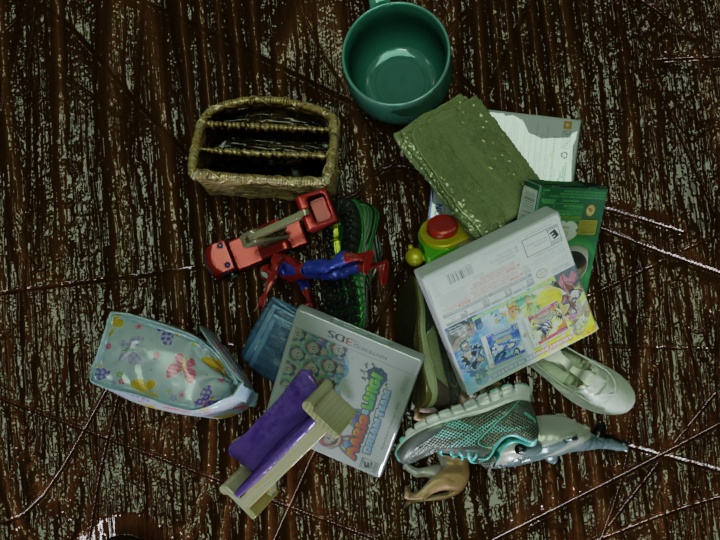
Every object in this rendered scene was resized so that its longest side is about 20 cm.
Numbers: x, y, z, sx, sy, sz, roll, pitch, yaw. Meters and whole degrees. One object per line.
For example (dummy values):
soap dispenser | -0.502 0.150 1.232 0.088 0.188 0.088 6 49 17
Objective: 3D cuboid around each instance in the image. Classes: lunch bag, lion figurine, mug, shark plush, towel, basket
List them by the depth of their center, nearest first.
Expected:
lunch bag | -0.240 0.134 1.597 0.200 0.170 0.127 18 82 7
towel | 0.152 -0.143 1.608 0.148 0.036 0.200 -32 76 -26
shark plush | 0.266 0.234 1.625 0.200 0.091 0.083 -7 127 -19
lion figurine | 0.125 0.241 1.629 0.122 0.072 0.200 8 98 -6
basket | -0.128 -0.177 1.637 0.200 0.149 0.143 4 84 4
towel | -0.063 0.130 1.640 0.200 0.049 0.112 30 103 4
mug | 0.058 -0.297 1.657 0.152 0.114 0.185 16 79 10

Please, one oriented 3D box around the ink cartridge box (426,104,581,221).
ink cartridge box | 0.202 -0.127 1.672 0.200 0.047 0.198 7 86 6

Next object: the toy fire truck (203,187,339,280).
toy fire truck | -0.127 -0.046 1.625 0.200 0.141 0.049 -21 83 0

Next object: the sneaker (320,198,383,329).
sneaker | 0.000 0.000 1.648 0.078 0.085 0.200 12 103 45

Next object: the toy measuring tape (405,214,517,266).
toy measuring tape | 0.147 -0.057 1.625 0.200 0.074 0.074 -24 83 -15

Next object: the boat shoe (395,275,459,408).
boat shoe | 0.095 0.101 1.622 0.066 0.072 0.201 10 52 -22

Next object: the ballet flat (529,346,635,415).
ballet flat | 0.291 0.138 1.628 0.200 0.069 0.069 33 86 5

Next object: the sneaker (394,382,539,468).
sneaker | 0.142 0.221 1.538 0.200 0.078 0.091 -24 67 9

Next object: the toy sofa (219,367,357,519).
toy sofa | -0.107 0.231 1.584 0.098 0.083 0.200 45 115 2

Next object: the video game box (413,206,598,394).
video game box | 0.192 0.039 1.537 0.200 0.047 0.182 -25 109 -8

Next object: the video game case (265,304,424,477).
video game case | -0.027 0.165 1.598 0.182 0.024 0.200 22 116 8

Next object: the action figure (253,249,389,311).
action figure | -0.065 0.023 1.591 0.200 0.065 0.099 2 69 38

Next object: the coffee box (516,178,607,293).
coffee box | 0.260 -0.022 1.599 0.123 0.044 0.200 -1 107 -31
